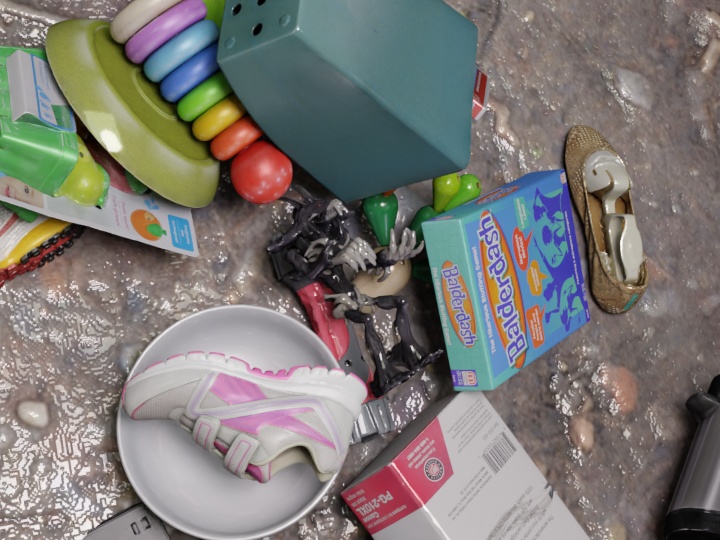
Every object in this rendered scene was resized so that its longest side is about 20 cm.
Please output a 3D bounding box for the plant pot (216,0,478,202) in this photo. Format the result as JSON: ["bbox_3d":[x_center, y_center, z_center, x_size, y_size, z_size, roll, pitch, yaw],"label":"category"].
[{"bbox_3d":[-0.018,-0.174,1.035,0.199,0.140,0.144,31,57,-44],"label":"plant pot"}]

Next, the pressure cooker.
[{"bbox_3d":[0.393,0.196,1.186,0.176,0.177,0.202,47,61,-36],"label":"pressure cooker"}]

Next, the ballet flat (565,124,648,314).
[{"bbox_3d":[0.256,-0.060,1.265,0.069,0.065,0.203,-7,77,-21],"label":"ballet flat"}]

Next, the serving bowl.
[{"bbox_3d":[-0.106,0.135,1.068,0.196,0.066,0.204,1,68,-2],"label":"serving bowl"}]

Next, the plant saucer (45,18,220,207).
[{"bbox_3d":[-0.185,-0.144,1.073,0.031,0.200,0.201,-38,90,18],"label":"plant saucer"}]

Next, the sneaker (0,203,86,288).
[{"bbox_3d":[-0.327,-0.021,1.046,0.199,0.078,0.083,-35,85,-34],"label":"sneaker"}]

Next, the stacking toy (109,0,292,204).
[{"bbox_3d":[-0.126,-0.146,1.064,0.085,0.085,0.202,-37,100,-24],"label":"stacking toy"}]

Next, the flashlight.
[{"bbox_3d":[-0.031,0.060,1.128,0.067,0.068,0.203,-18,82,-14],"label":"flashlight"}]

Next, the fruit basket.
[{"bbox_3d":[-0.229,-0.109,1.052,0.198,0.094,0.187,12,45,-34],"label":"fruit basket"}]

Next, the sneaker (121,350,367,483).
[{"bbox_3d":[-0.095,0.121,0.995,0.196,0.082,0.090,4,67,1],"label":"sneaker"}]

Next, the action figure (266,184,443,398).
[{"bbox_3d":[0.000,0.000,1.075,0.118,0.102,0.202,-26,83,-51],"label":"action figure"}]

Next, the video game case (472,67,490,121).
[{"bbox_3d":[0.044,-0.228,1.210,0.199,0.143,0.018,38,110,-6],"label":"video game case"}]

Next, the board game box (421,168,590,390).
[{"bbox_3d":[0.139,0.004,1.146,0.199,0.044,0.155,-26,108,-50],"label":"board game box"}]

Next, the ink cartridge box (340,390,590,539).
[{"bbox_3d":[0.101,0.225,1.097,0.201,0.084,0.144,53,44,1],"label":"ink cartridge box"}]

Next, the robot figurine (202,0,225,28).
[{"bbox_3d":[-0.110,-0.245,1.147,0.199,0.115,0.177,40,43,-19],"label":"robot figurine"}]

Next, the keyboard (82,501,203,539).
[{"bbox_3d":[-0.146,0.288,1.049,0.126,0.021,0.202,-25,85,-18],"label":"keyboard"}]

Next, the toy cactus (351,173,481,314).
[{"bbox_3d":[0.045,-0.033,1.173,0.165,0.102,0.200,-47,121,-1],"label":"toy cactus"}]
